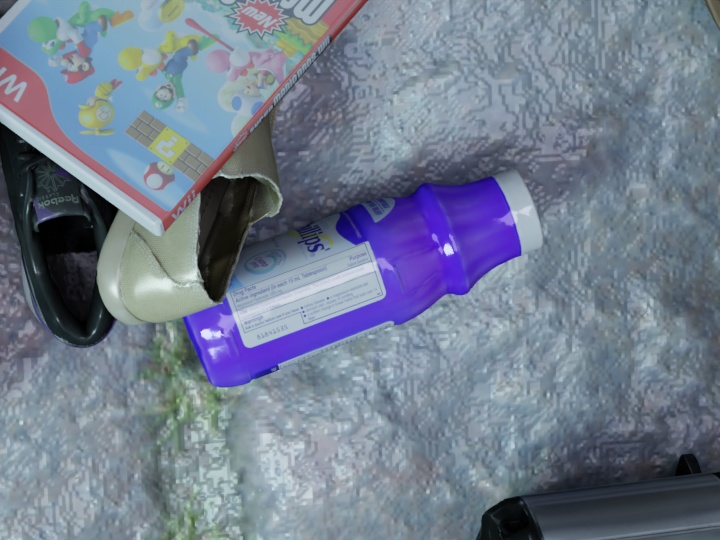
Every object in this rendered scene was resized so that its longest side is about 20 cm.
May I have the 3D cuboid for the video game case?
[{"bbox_3d":[-0.094,-0.131,1.160,0.143,0.017,0.200,35,73,16],"label":"video game case"}]

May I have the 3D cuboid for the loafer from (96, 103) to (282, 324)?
[{"bbox_3d":[-0.071,-0.060,1.182,0.068,0.076,0.201,13,75,27],"label":"loafer"}]

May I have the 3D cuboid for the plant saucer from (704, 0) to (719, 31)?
[{"bbox_3d":[0.257,-0.200,1.234,0.199,0.029,0.201,-7,105,-29],"label":"plant saucer"}]

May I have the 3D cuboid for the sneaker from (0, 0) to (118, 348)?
[{"bbox_3d":[-0.156,-0.059,1.186,0.075,0.088,0.201,-13,100,-7],"label":"sneaker"}]

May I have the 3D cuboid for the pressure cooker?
[{"bbox_3d":[0.172,0.202,1.232,0.199,0.179,0.177,-7,97,-7],"label":"pressure cooker"}]

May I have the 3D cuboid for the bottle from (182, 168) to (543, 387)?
[{"bbox_3d":[0.000,0.000,1.222,0.199,0.084,0.066,-21,107,-5],"label":"bottle"}]
